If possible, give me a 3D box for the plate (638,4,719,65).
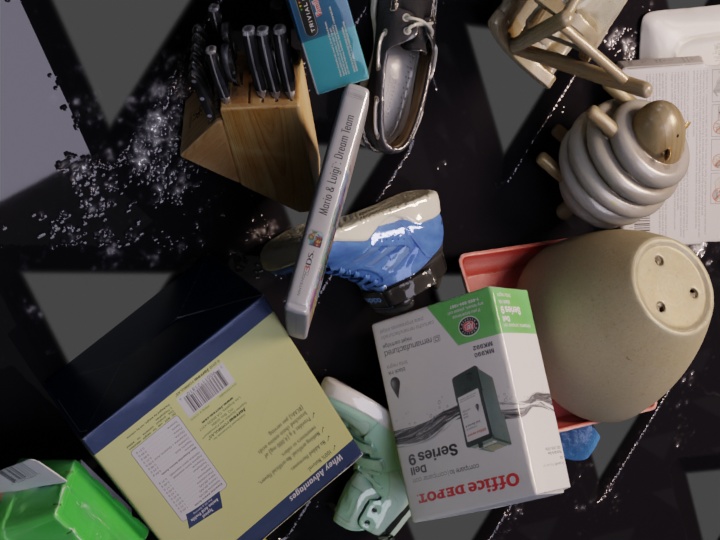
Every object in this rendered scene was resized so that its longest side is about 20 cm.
[{"bbox_3d":[0.395,-0.196,1.413,0.197,0.032,0.204,-11,111,-26],"label":"plate"}]

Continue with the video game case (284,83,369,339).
[{"bbox_3d":[-0.030,-0.042,1.054,0.023,0.200,0.185,15,81,-1],"label":"video game case"}]

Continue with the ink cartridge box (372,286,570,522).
[{"bbox_3d":[0.108,0.133,1.230,0.084,0.144,0.203,7,68,-57],"label":"ink cartridge box"}]

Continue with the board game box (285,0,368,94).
[{"bbox_3d":[-0.047,-0.251,1.038,0.046,0.201,0.153,-17,116,0],"label":"board game box"}]

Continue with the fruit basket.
[{"bbox_3d":[-0.293,0.238,1.098,0.186,0.198,0.095,51,37,-30],"label":"fruit basket"}]

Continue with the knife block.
[{"bbox_3d":[-0.069,-0.145,1.079,0.198,0.175,0.065,25,51,-33],"label":"knife block"}]

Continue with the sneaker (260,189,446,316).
[{"bbox_3d":[0.001,0.000,1.221,0.198,0.076,0.113,-20,106,-30],"label":"sneaker"}]

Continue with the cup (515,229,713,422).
[{"bbox_3d":[0.275,0.039,1.279,0.197,0.143,0.204,10,66,-22],"label":"cup"}]

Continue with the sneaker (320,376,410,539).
[{"bbox_3d":[0.002,0.203,1.289,0.119,0.073,0.201,-50,124,-10],"label":"sneaker"}]

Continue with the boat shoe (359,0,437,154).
[{"bbox_3d":[0.041,-0.210,1.185,0.073,0.060,0.203,12,100,-31],"label":"boat shoe"}]

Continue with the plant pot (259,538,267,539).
[{"bbox_3d":[-0.118,0.361,1.210,0.199,0.181,0.200,-46,123,-8],"label":"plant pot"}]

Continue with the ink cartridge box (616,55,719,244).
[{"bbox_3d":[0.367,-0.129,1.358,0.173,0.045,0.203,-2,111,8],"label":"ink cartridge box"}]

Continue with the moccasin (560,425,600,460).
[{"bbox_3d":[0.166,0.144,1.366,0.199,0.068,0.081,36,101,-11],"label":"moccasin"}]

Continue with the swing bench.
[{"bbox_3d":[0.233,-0.286,1.197,0.129,0.200,0.201,34,87,-25],"label":"swing bench"}]

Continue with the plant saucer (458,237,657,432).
[{"bbox_3d":[0.204,0.071,1.335,0.197,0.037,0.203,-8,74,-29],"label":"plant saucer"}]

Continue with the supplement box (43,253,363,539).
[{"bbox_3d":[-0.142,0.136,1.149,0.199,0.134,0.201,-38,120,-13],"label":"supplement box"}]

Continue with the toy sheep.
[{"bbox_3d":[0.261,-0.111,1.292,0.136,0.200,0.140,11,62,-22],"label":"toy sheep"}]
